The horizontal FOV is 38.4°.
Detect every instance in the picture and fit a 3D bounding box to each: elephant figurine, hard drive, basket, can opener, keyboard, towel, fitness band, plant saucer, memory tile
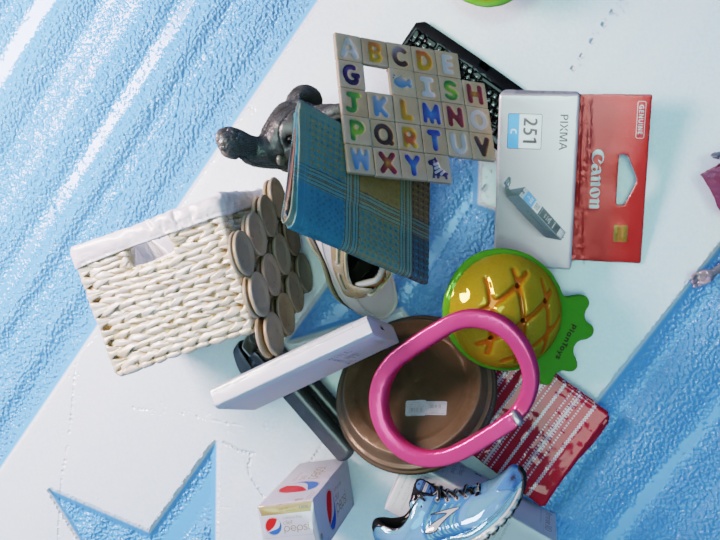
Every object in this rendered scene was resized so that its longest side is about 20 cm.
[{"bbox_3d":[-0.052,-0.148,1.184,0.139,0.201,0.157,-9,50,24],"label":"elephant figurine"},{"bbox_3d":[-0.061,0.109,1.188,0.197,0.132,0.027,-25,76,10],"label":"hard drive"},{"bbox_3d":[-0.203,0.008,1.228,0.195,0.200,0.164,-18,92,11],"label":"basket"},{"bbox_3d":[-0.080,0.158,1.298,0.200,0.053,0.067,49,132,4],"label":"can opener"},{"bbox_3d":[0.121,-0.205,1.235,0.199,0.040,0.105,35,98,7],"label":"keyboard"},{"bbox_3d":[0.000,-0.080,1.121,0.022,0.198,0.149,-23,54,44],"label":"towel"},{"bbox_3d":[0.100,0.130,1.133,0.198,0.037,0.145,-33,83,18],"label":"fitness band"},{"bbox_3d":[0.063,0.140,1.220,0.196,0.030,0.203,-7,60,12],"label":"plant saucer"},{"bbox_3d":[0.185,0.173,1.256,0.199,0.022,0.146,36,101,8],"label":"towel"},{"bbox_3d":[-0.102,-0.006,1.195,0.016,0.201,0.156,-12,114,17],"label":"memory tile"}]

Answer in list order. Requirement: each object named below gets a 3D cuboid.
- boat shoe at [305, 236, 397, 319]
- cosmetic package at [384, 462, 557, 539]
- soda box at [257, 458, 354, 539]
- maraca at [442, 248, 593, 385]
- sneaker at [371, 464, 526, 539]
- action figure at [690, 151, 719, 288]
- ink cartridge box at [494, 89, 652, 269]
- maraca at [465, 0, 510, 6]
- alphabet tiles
[{"bbox_3d":[0.000,0.000,1.196,0.075,0.201,0.068,-49,48,-11],"label":"boat shoe"},{"bbox_3d":[0.133,0.288,1.233,0.197,0.102,0.075,26,99,7],"label":"cosmetic package"},{"bbox_3d":[-0.060,0.277,1.216,0.067,0.200,0.065,-9,92,10],"label":"soda box"},{"bbox_3d":[0.183,0.054,1.194,0.198,0.107,0.139,25,96,-21],"label":"maraca"},{"bbox_3d":[0.095,0.268,1.150,0.198,0.078,0.091,-33,84,11],"label":"sneaker"},{"bbox_3d":[0.460,-0.047,1.171,0.147,0.133,0.203,-25,105,-31],"label":"action figure"},{"bbox_3d":[0.245,-0.104,1.199,0.173,0.045,0.204,3,104,11],"label":"ink cartridge box"},{"bbox_3d":[0.163,-0.400,1.172,0.136,0.107,0.202,29,98,4],"label":"maraca"},{"bbox_3d":[0.065,-0.179,1.168,0.197,0.008,0.170,3,70,-27],"label":"alphabet tiles"}]
